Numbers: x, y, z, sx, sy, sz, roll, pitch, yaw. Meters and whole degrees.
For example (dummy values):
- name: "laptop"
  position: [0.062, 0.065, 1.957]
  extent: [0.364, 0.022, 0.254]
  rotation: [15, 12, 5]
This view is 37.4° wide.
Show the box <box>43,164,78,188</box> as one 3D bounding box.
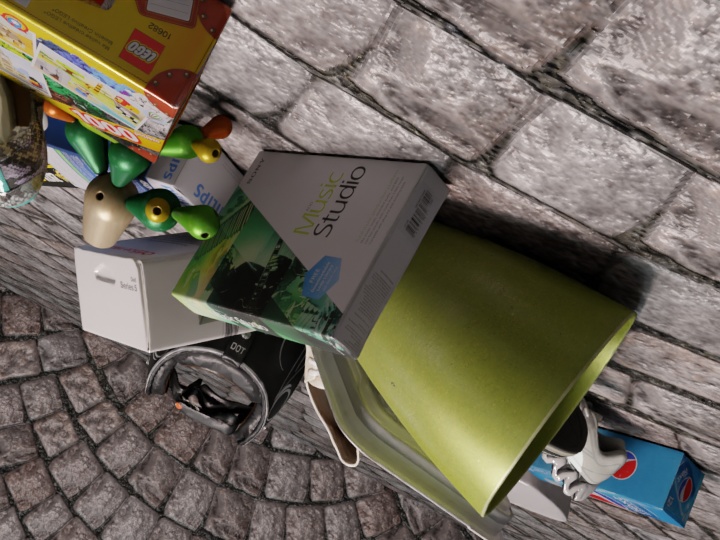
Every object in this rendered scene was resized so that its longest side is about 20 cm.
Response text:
- name: "box"
  position: [-0.372, -0.148, 1.124]
  extent: [0.159, 0.050, 0.199]
  rotation: [35, 164, -35]

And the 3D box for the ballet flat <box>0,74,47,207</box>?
- name: "ballet flat"
  position: [-0.271, -0.141, 0.791]
  extent: [0.071, 0.202, 0.072]
  rotation: [-13, 146, -9]

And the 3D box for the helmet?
- name: "helmet"
  position: [-0.149, 0.086, 1.254]
  extent: [0.198, 0.191, 0.202]
  rotation: [8, 129, 10]

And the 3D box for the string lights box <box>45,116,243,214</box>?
- name: "string lights box"
  position: [-0.209, -0.101, 0.980]
  extent: [0.198, 0.059, 0.103]
  rotation: [19, 163, 28]

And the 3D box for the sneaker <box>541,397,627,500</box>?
- name: "sneaker"
  position: [0.201, 0.150, 1.116]
  extent: [0.081, 0.075, 0.200]
  rotation: [-36, 108, 26]

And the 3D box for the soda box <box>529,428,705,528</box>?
- name: "soda box"
  position: [0.279, 0.223, 1.207]
  extent: [0.199, 0.068, 0.064]
  rotation: [11, 158, 46]

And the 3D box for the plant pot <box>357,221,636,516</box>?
- name: "plant pot"
  position: [0.073, 0.049, 0.813]
  extent: [0.199, 0.188, 0.187]
  rotation: [37, 169, 17]

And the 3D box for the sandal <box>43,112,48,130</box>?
- name: "sandal"
  position: [-0.336, -0.197, 0.911]
  extent: [0.202, 0.050, 0.083]
  rotation: [38, 152, 8]

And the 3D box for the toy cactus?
- name: "toy cactus"
  position: [-0.188, -0.087, 0.857]
  extent: [0.199, 0.102, 0.165]
  rotation: [39, 135, 4]

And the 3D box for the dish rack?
- name: "dish rack"
  position: [0.051, 0.135, 0.916]
  extent: [0.199, 0.044, 0.172]
  rotation: [38, -167, -25]

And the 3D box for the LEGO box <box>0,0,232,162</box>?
- name: "LEGO box"
  position: [-0.197, -0.168, 0.697]
  extent: [0.199, 0.078, 0.149]
  rotation: [30, 165, -10]

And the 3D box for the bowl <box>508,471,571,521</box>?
- name: "bowl"
  position: [0.197, 0.264, 1.476]
  extent: [0.198, 0.075, 0.200]
  rotation: [18, 163, 33]

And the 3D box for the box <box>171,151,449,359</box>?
- name: "box"
  position: [-0.043, -0.020, 0.798]
  extent: [0.199, 0.145, 0.036]
  rotation: [9, 153, 48]

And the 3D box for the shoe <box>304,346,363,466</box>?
- name: "shoe"
  position: [-0.015, 0.113, 1.020]
  extent: [0.069, 0.054, 0.201]
  rotation: [13, 138, 25]

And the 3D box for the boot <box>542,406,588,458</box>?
- name: "boot"
  position: [0.110, 0.141, 1.061]
  extent: [0.202, 0.074, 0.154]
  rotation: [30, 142, -1]

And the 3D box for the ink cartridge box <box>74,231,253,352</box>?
- name: "ink cartridge box"
  position: [-0.149, 0.010, 1.005]
  extent: [0.198, 0.085, 0.145]
  rotation: [-10, -169, -37]
